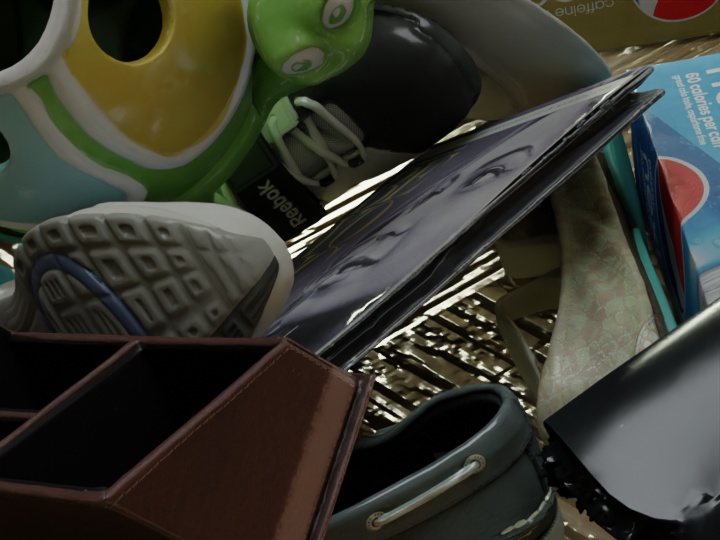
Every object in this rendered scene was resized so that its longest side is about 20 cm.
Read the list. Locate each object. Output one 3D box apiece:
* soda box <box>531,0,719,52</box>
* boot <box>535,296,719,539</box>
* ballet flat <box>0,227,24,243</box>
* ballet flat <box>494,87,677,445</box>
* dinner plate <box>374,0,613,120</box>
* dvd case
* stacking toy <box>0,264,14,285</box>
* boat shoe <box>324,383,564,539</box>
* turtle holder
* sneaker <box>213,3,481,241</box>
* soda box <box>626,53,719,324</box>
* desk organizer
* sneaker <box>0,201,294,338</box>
[{"bbox_3d":[0.110,-0.141,1.045,0.200,0.064,0.068,-8,31,3],"label":"soda box"},{"bbox_3d":[0.170,0.071,0.672,0.168,0.076,0.200,-43,77,-5],"label":"boot"},{"bbox_3d":[-0.156,-0.075,0.994,0.074,0.074,0.200,-19,28,-14],"label":"ballet flat"},{"bbox_3d":[0.076,-0.005,0.837,0.062,0.067,0.200,-16,31,7],"label":"ballet flat"},{"bbox_3d":[0.006,-0.098,0.930,0.200,0.200,0.024,17,80,37],"label":"dinner plate"},{"bbox_3d":[0.000,0.000,0.807,0.200,0.016,0.149,-40,11,-28],"label":"dvd case"},{"bbox_3d":[-0.216,-0.048,0.860,0.116,0.200,0.110,4,35,30],"label":"stacking toy"},{"bbox_3d":[-0.037,0.077,0.739,0.200,0.062,0.073,-9,34,4],"label":"boat shoe"},{"bbox_3d":[-0.096,-0.074,0.807,0.185,0.141,0.132,30,2,17],"label":"turtle holder"},{"bbox_3d":[-0.039,-0.038,0.897,0.200,0.074,0.089,-19,36,42],"label":"sneaker"},{"bbox_3d":[0.144,-0.006,0.818,0.068,0.064,0.200,-9,31,2],"label":"soda box"},{"bbox_3d":[-0.100,0.046,0.686,0.200,0.077,0.072,0,65,44],"label":"desk organizer"},{"bbox_3d":[-0.077,0.007,0.788,0.087,0.075,0.200,-33,9,-33],"label":"sneaker"}]
